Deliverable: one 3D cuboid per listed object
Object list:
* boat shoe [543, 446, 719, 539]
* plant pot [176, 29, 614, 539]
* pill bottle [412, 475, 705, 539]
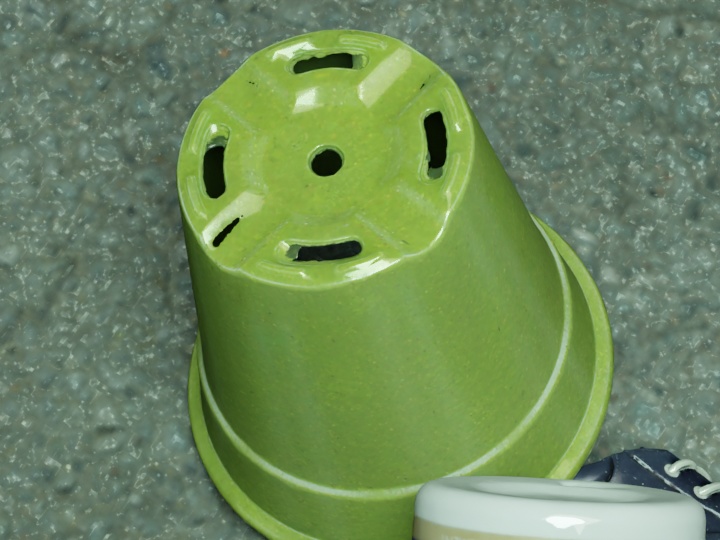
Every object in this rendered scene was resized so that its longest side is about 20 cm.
[{"bbox_3d":[0.163,0.119,1.075,0.199,0.075,0.093,-11,77,-9],"label":"boat shoe"},{"bbox_3d":[0.000,0.000,1.018,0.199,0.190,0.201,-5,60,9],"label":"plant pot"},{"bbox_3d":[0.075,0.188,0.963,0.119,0.120,0.201,3,90,-5],"label":"pill bottle"}]
